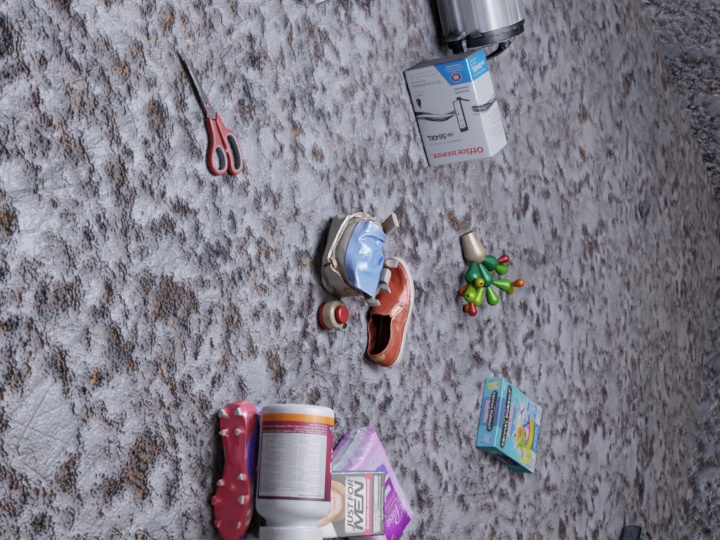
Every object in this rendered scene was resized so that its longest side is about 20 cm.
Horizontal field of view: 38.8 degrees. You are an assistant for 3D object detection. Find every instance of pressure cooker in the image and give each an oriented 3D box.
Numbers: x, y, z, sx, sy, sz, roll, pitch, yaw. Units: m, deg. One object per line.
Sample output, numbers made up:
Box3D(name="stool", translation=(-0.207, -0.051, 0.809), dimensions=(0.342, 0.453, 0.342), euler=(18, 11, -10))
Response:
Box3D(name="pressure cooker", translation=(0.245, -0.531, 2.090), dimensions=(0.179, 0.174, 0.202), euler=(-85, 160, -70))

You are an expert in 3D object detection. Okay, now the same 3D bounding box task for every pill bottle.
Box3D(name="pill bottle", translation=(-0.095, 0.297, 1.468), dimensions=(0.109, 0.109, 0.202), euler=(20, 68, -53))

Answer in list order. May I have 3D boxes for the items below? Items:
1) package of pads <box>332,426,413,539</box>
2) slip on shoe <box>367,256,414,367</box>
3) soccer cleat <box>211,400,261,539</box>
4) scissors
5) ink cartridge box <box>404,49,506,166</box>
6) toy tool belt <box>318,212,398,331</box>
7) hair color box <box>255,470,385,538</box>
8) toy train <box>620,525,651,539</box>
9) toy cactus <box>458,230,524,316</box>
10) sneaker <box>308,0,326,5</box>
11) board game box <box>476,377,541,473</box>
Box3D(name="package of pads", translation=(0.009, 0.379, 1.730), dimensions=(0.121, 0.075, 0.201), euler=(-48, 124, -43))
Box3D(name="slip on shoe", translation=(0.050, 0.072, 1.836), dimensions=(0.061, 0.074, 0.202), euler=(20, 74, -49))
Box3D(name="soccer cleat", translation=(-0.172, 0.291, 1.490), dimensions=(0.076, 0.066, 0.202), euler=(16, 70, -58))
Box3D(name="scissors", translation=(-0.221, -0.236, 1.526), dimensions=(0.073, 0.014, 0.202), euler=(-29, 109, -50))
Box3D(name="ink cartridge box", translation=(0.189, -0.318, 2.015), dimensions=(0.084, 0.145, 0.201), euler=(-39, 118, -51))
Box3D(name="toy tool belt", translation=(0.000, 0.000, 1.721), dimensions=(0.125, 0.122, 0.202), euler=(33, 60, -49))
Box3D(name="hair color box", translation=(-0.060, 0.361, 1.577), dimensions=(0.199, 0.060, 0.100), euler=(5, 81, -29))
Box3D(name="toy train", translation=(0.736, 0.785, 2.746), dimensions=(0.114, 0.085, 0.201), euler=(46, 51, -27))
Box3D(name="toy cactus", translation=(0.258, -0.002, 2.141), dimensions=(0.200, 0.102, 0.166), euler=(-31, 102, -44))
Box3D(name="sneaker", translation=(-0.099, -0.541, 1.705), dimensions=(0.087, 0.074, 0.202), euler=(-13, 90, -43))
Box3D(name="board game box", translation=(0.327, 0.339, 2.224), dimensions=(0.200, 0.047, 0.152), euler=(38, 56, -47))
